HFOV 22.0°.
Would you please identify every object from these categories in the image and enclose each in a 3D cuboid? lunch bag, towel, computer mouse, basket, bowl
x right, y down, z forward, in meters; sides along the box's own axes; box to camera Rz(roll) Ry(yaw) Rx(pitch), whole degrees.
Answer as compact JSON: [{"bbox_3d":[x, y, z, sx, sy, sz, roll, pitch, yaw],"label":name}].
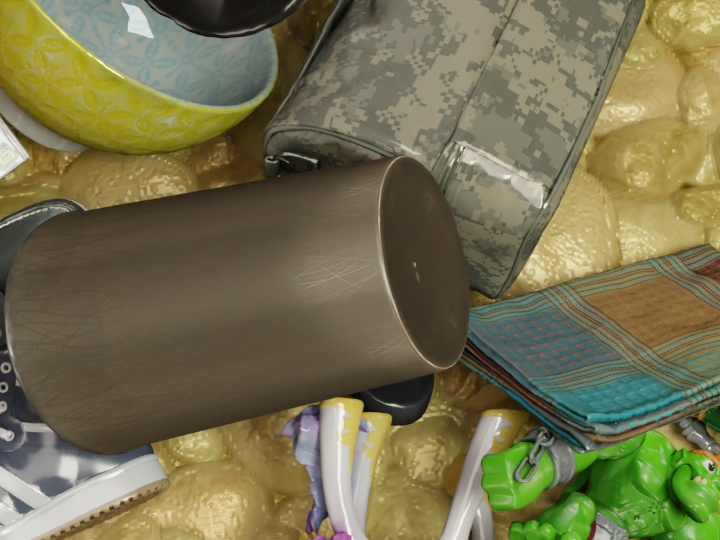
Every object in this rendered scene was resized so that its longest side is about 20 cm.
[{"bbox_3d":[0.052,-0.109,1.066,0.168,0.139,0.200,26,66,2],"label":"lunch bag"},{"bbox_3d":[0.159,0.035,1.027,0.200,0.022,0.147,-16,31,-28],"label":"towel"},{"bbox_3d":[0.000,0.000,1.104,0.059,0.034,0.200,-5,68,-18],"label":"computer mouse"},{"bbox_3d":[-0.055,0.015,0.978,0.200,0.180,0.136,-12,88,25],"label":"basket"},{"bbox_3d":[-0.158,-0.133,1.076,0.200,0.200,0.108,49,121,9],"label":"bowl"}]

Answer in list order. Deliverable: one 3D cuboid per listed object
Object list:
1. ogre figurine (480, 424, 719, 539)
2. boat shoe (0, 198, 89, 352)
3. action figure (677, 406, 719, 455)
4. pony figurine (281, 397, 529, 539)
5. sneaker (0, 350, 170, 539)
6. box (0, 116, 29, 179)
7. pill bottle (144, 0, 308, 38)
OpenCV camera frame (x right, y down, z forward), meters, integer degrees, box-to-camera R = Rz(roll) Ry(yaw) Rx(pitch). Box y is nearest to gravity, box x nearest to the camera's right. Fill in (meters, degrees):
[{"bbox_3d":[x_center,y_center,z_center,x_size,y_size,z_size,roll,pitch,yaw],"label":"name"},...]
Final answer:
[{"bbox_3d":[0.142,0.140,1.019,0.200,0.098,0.120,42,56,-12],"label":"ogre figurine"},{"bbox_3d":[-0.233,0.025,1.065,0.200,0.062,0.073,-38,80,-11],"label":"boat shoe"},{"bbox_3d":[0.216,0.077,1.061,0.200,0.118,0.055,19,58,12],"label":"action figure"},{"bbox_3d":[0.007,0.173,1.000,0.193,0.167,0.200,6,77,-21],"label":"pony figurine"},{"bbox_3d":[-0.219,0.113,1.038,0.200,0.070,0.109,-22,82,-15],"label":"sneaker"},{"bbox_3d":[-0.306,-0.051,1.074,0.200,0.035,0.110,-38,106,-11],"label":"box"},{"bbox_3d":[-0.059,-0.199,1.043,0.112,0.200,0.112,2,106,8],"label":"pill bottle"}]
